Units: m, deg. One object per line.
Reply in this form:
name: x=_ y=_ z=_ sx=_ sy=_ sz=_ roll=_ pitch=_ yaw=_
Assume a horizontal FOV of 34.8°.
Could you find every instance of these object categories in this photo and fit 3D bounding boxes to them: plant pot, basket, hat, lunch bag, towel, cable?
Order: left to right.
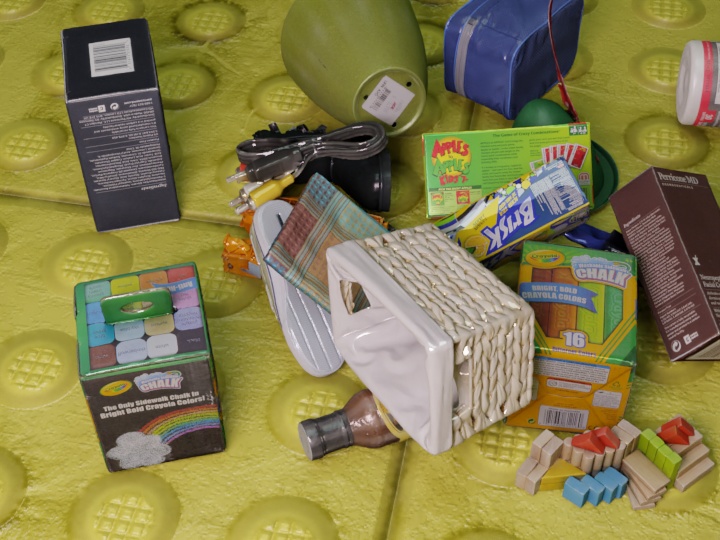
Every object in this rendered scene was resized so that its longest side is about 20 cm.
cable: x=-0.067 y=-0.131 z=1.345 sx=0.198 sy=0.051 sz=0.097 roll=-19 pitch=44 yaw=-4
towel: x=0.000 y=0.000 z=1.255 sx=0.200 sy=0.022 sz=0.147 roll=39 pitch=47 yaw=-14
plant pot: x=0.009 y=-0.253 z=1.444 sx=0.185 sy=0.188 sz=0.200 roll=-11 pitch=36 yaw=-10
basket: x=0.067 y=0.056 z=1.111 sx=0.123 sy=0.136 sz=0.200 roll=-20 pitch=38 yaw=-23
lunch bag: x=0.204 y=-0.316 z=1.561 sx=0.132 sy=0.137 sz=0.200 roll=30 pitch=53 yaw=27
hat: x=0.235 y=-0.193 z=1.410 sx=0.165 sy=0.177 sz=0.200 roll=-26 pitch=51 yaw=-22

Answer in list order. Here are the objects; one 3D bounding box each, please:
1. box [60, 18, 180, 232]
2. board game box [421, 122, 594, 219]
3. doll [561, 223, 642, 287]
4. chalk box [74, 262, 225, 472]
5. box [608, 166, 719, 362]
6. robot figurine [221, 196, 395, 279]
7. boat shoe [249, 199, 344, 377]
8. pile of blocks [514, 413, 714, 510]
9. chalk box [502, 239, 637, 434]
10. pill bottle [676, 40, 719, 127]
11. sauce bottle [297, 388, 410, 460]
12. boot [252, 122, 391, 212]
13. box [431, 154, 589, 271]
box: x=-0.287 y=-0.174 z=1.383 sx=0.106 sy=0.201 sz=0.149 roll=-10 pitch=45 yaw=-8
board game box: x=0.175 y=-0.118 z=1.379 sx=0.198 sy=0.103 sz=0.048 roll=-3 pitch=2 yaw=5
doll: x=0.285 y=-0.022 z=1.311 sx=0.199 sy=0.049 sz=0.136 roll=27 pitch=14 yaw=8
chalk box: x=-0.207 y=0.081 z=1.122 sx=0.124 sy=0.201 sz=0.124 roll=-9 pitch=46 yaw=-8
box: x=0.353 y=-0.006 z=1.235 sx=0.100 sy=0.075 sz=0.201 roll=3 pitch=59 yaw=-37
robot figurine: x=-0.054 y=-0.030 z=1.338 sx=0.198 sy=0.058 sz=0.146 roll=8 pitch=49 yaw=8
boat shoe: x=-0.068 y=0.021 z=1.258 sx=0.071 sy=0.062 sz=0.202 roll=-14 pitch=79 yaw=-21
pile of blocks: x=0.252 y=0.185 z=1.122 sx=0.198 sy=0.062 sz=0.082 roll=-9 pitch=46 yaw=-7
chalk box: x=0.220 y=0.054 z=1.207 sx=0.124 sy=0.125 sz=0.201 roll=6 pitch=46 yaw=6
pill bottle: x=0.521 y=-0.239 z=1.500 sx=0.198 sy=0.111 sz=0.111 roll=5 pitch=46 yaw=6
sauce bottle: x=0.035 y=0.143 z=1.165 sx=0.199 sy=0.065 sz=0.065 roll=-19 pitch=48 yaw=-16
boot: x=-0.049 y=-0.125 z=1.399 sx=0.161 sy=0.074 sz=0.199 roll=0 pitch=25 yaw=-8
box: x=0.146 y=-0.043 z=1.247 sx=0.199 sy=0.070 sz=0.065 roll=-27 pitch=73 yaw=4
